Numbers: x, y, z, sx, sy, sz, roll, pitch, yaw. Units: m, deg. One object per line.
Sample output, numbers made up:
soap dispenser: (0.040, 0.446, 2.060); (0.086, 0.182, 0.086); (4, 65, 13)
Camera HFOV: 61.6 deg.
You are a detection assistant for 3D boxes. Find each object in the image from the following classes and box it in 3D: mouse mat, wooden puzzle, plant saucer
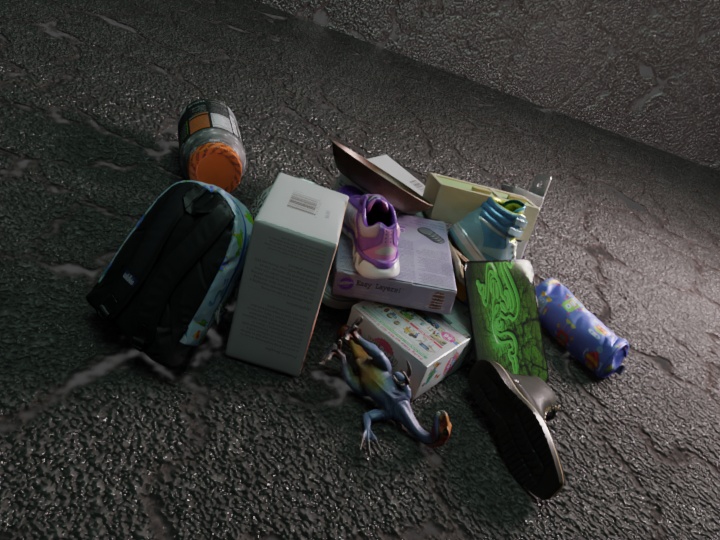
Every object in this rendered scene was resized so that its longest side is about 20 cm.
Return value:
mouse mat: (0.229, 0.085, 0.941); (0.157, 0.007, 0.207); (-2, 80, -34)
wooden puzzle: (0.200, 0.033, 1.036); (0.200, 0.046, 0.186); (44, 15, -18)
plant saucer: (0.029, -0.147, 1.001); (0.197, 0.037, 0.201); (32, 11, -7)

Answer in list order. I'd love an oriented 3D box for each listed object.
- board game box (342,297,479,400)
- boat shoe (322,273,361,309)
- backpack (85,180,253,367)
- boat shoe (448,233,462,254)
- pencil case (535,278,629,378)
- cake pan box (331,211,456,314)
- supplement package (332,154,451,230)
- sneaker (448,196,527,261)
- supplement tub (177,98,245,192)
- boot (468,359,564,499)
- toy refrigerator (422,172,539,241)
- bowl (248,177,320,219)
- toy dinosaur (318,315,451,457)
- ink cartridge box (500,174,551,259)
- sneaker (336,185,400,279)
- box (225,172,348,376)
board game box: (0.089, 0.093, 0.919); (0.146, 0.066, 0.197); (37, 32, 26)
boat shoe: (0.001, 0.000, 0.998); (0.069, 0.073, 0.199); (34, 32, 23)
backpack: (-0.217, -0.011, 0.751); (0.160, 0.205, 0.153); (30, 11, 18)
boat shoe: (0.191, -0.062, 1.205); (0.071, 0.069, 0.201); (53, 9, -24)
pencil case: (0.391, 0.101, 1.083); (0.085, 0.079, 0.201); (-28, 50, -16)
cake pan box: (0.047, -0.024, 0.944); (0.193, 0.054, 0.187); (10, 35, -8)
supplement package: (0.059, -0.110, 1.153); (0.199, 0.113, 0.154); (42, 35, 19)
sneaker: (0.255, -0.040, 1.036); (0.199, 0.130, 0.080); (42, 13, -26)
supplement tub: (-0.280, -0.229, 1.132); (0.119, 0.125, 0.202); (7, 33, -23)
boot: (0.249, 0.212, 0.832); (0.135, 0.078, 0.203); (15, 37, -35)
toy refrigerator: (0.213, -0.117, 1.079); (0.193, 0.072, 0.076); (12, 21, -14)
bowl: (-0.109, -0.102, 1.069); (0.194, 0.096, 0.203); (17, 29, -9)
toy dinosaur: (0.042, 0.146, 0.787); (0.181, 0.105, 0.200); (43, 17, -4)
ink cartridge box: (0.301, -0.102, 1.204); (0.065, 0.206, 0.116); (18, 10, -2)
sneaker: (0.012, -0.079, 0.888); (0.078, 0.091, 0.202); (-4, 38, -19)
box: (-0.095, 0.004, 0.801); (0.103, 0.205, 0.154); (16, 29, -5)
